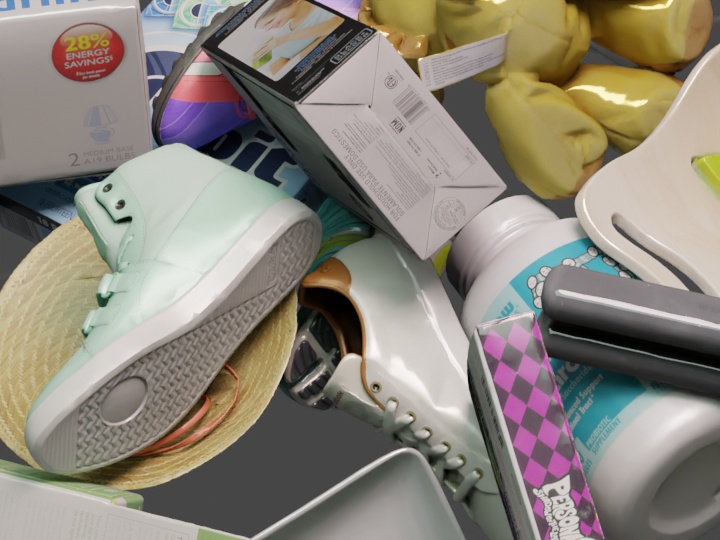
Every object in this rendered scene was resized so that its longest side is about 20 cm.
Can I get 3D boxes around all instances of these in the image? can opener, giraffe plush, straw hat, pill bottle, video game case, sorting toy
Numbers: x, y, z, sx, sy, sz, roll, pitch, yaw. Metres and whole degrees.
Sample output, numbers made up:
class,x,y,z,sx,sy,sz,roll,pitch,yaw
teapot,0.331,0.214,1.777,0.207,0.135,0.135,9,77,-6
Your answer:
class,x,y,z,sx,sy,sz,roll,pitch,yaw
can opener,0.183,0.051,1.468,0.200,0.053,0.067,12,43,5
giraffe plush,0.075,-0.139,1.652,0.200,0.173,0.162,-2,16,-32
straw hat,-0.108,0.058,1.632,0.201,0.085,0.201,-12,52,16
pill bottle,0.126,0.048,1.581,0.111,0.111,0.200,-30,53,-12
video game case,0.096,0.133,1.436,0.036,0.181,0.200,-16,78,-2
sorting toy,0.214,-0.024,1.579,0.180,0.107,0.200,-17,46,-35

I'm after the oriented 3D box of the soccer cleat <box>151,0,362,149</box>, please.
class,x,y,z,sx,sy,sz,roll,pitch,yaw
soccer cleat,-0.035,-0.128,1.722,0.200,0.068,0.073,-39,62,-22

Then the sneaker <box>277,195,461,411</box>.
class,x,y,z,sx,sy,sz,roll,pitch,yaw
sneaker,0.000,0.000,1.681,0.080,0.078,0.200,0,46,36

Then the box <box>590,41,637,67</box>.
class,x,y,z,sx,sy,sz,roll,pitch,yaw
box,0.143,-0.262,1.755,0.200,0.131,0.199,32,58,8

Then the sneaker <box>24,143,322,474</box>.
class,x,y,z,sx,sy,sz,roll,pitch,yaw
sneaker,-0.127,0.017,1.564,0.118,0.074,0.200,32,64,31

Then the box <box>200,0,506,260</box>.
class,x,y,z,sx,sy,sz,roll,pitch,yaw
box,-0.007,-0.084,1.601,0.060,0.117,0.200,-42,22,-4

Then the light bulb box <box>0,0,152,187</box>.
class,x,y,z,sx,sy,sz,roll,pitch,yaw
light bulb box,-0.230,-0.151,1.713,0.198,0.125,0.200,-8,42,-6

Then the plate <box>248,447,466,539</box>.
class,x,y,z,sx,sy,sz,roll,pitch,yaw
plate,-0.017,0.215,1.463,0.199,0.200,0.032,-30,14,-10

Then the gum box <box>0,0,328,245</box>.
class,x,y,z,sx,sy,sz,roll,pitch,yaw
gum box,-0.094,-0.075,1.759,0.170,0.045,0.200,25,62,26

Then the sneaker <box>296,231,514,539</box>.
class,x,y,z,sx,sy,sz,roll,pitch,yaw
sneaker,0.029,0.079,1.575,0.085,0.073,0.200,-22,71,-24

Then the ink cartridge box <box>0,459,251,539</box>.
class,x,y,z,sx,sy,sz,roll,pitch,yaw
ink cartridge box,-0.135,0.186,1.523,0.200,0.048,0.146,12,94,18
